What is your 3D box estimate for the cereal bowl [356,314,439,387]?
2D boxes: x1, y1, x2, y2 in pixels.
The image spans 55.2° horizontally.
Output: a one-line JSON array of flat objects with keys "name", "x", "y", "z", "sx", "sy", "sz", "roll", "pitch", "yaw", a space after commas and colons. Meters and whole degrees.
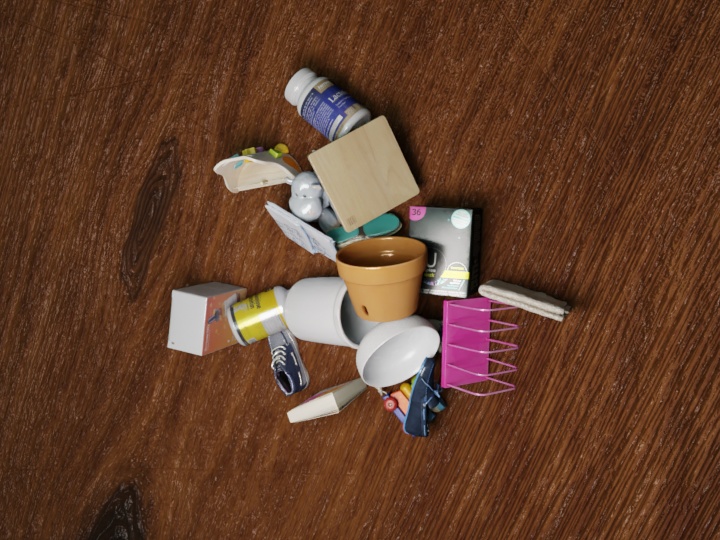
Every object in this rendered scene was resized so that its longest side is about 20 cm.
[{"name": "cereal bowl", "x": 0.076, "y": 0.169, "z": 1.565, "sx": 0.200, "sy": 0.200, "sz": 0.083, "roll": -46, "pitch": 49, "yaw": 18}]

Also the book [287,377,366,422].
[{"name": "book", "x": -0.080, "y": 0.315, "z": 1.694, "sx": 0.133, "sy": 0.200, "sz": 0.048, "roll": -21, "pitch": 88, "yaw": 21}]

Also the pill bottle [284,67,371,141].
[{"name": "pill bottle", "x": -0.081, "y": -0.395, "z": 1.672, "sx": 0.200, "sy": 0.116, "sz": 0.116, "roll": 40, "pitch": 107, "yaw": 12}]

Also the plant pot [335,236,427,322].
[{"name": "plant pot", "x": 0.052, "y": 0.023, "z": 1.505, "sx": 0.199, "sy": 0.200, "sz": 0.141, "roll": 1, "pitch": 111, "yaw": 20}]

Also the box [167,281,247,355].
[{"name": "box", "x": -0.395, "y": 0.121, "z": 1.793, "sx": 0.106, "sy": 0.200, "sz": 0.153, "roll": 10, "pitch": 99, "yaw": 19}]

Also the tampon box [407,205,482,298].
[{"name": "tampon box", "x": 0.195, "y": -0.048, "z": 1.596, "sx": 0.149, "sy": 0.126, "sz": 0.201, "roll": 4, "pitch": 97, "yaw": 20}]

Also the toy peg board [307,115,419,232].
[{"name": "toy peg board", "x": 0.000, "y": -0.227, "z": 1.616, "sx": 0.199, "sy": 0.098, "sz": 0.201, "roll": -30, "pitch": 106, "yaw": -8}]

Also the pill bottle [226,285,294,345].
[{"name": "pill bottle", "x": -0.231, "y": 0.107, "z": 1.762, "sx": 0.199, "sy": 0.112, "sz": 0.113, "roll": -23, "pitch": 87, "yaw": 1}]

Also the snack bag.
[{"name": "snack bag", "x": -0.131, "y": -0.081, "z": 1.688, "sx": 0.199, "sy": 0.189, "sz": 0.021, "roll": 31, "pitch": 77, "yaw": 18}]

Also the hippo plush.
[{"name": "hippo plush", "x": -0.090, "y": -0.186, "z": 1.671, "sx": 0.158, "sy": 0.161, "sz": 0.201, "roll": 12, "pitch": 99, "yaw": 19}]

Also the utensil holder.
[{"name": "utensil holder", "x": -0.062, "y": 0.096, "z": 1.654, "sx": 0.199, "sy": 0.169, "sz": 0.171, "roll": 0, "pitch": 96, "yaw": 43}]

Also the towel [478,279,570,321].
[{"name": "towel", "x": 0.368, "y": 0.062, "z": 1.539, "sx": 0.199, "sy": 0.132, "sz": 0.035, "roll": 18, "pitch": 100, "yaw": 18}]

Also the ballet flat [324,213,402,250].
[{"name": "ballet flat", "x": 0.008, "y": -0.095, "z": 1.698, "sx": 0.199, "sy": 0.062, "sz": 0.068, "roll": -11, "pitch": 70, "yaw": 11}]

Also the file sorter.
[{"name": "file sorter", "x": 0.278, "y": 0.170, "z": 1.557, "sx": 0.125, "sy": 0.138, "sz": 0.201, "roll": 9, "pitch": 100, "yaw": 54}]

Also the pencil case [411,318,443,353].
[{"name": "pencil case", "x": 0.144, "y": 0.147, "z": 1.660, "sx": 0.199, "sy": 0.078, "sz": 0.090, "roll": 8, "pitch": 99, "yaw": 19}]

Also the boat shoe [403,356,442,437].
[{"name": "boat shoe", "x": 0.154, "y": 0.292, "z": 1.594, "sx": 0.068, "sy": 0.084, "sz": 0.201, "roll": 18, "pitch": 118, "yaw": 18}]

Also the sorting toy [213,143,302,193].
[{"name": "sorting toy", "x": -0.271, "y": -0.262, "z": 1.721, "sx": 0.199, "sy": 0.180, "sz": 0.107, "roll": -7, "pitch": 93, "yaw": 20}]

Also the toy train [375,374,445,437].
[{"name": "toy train", "x": 0.108, "y": 0.295, "z": 1.691, "sx": 0.116, "sy": 0.085, "sz": 0.200, "roll": -40, "pitch": 81, "yaw": 9}]

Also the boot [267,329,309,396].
[{"name": "boot", "x": -0.201, "y": 0.224, "z": 1.789, "sx": 0.073, "sy": 0.090, "sz": 0.201, "roll": -31, "pitch": 84, "yaw": 20}]
